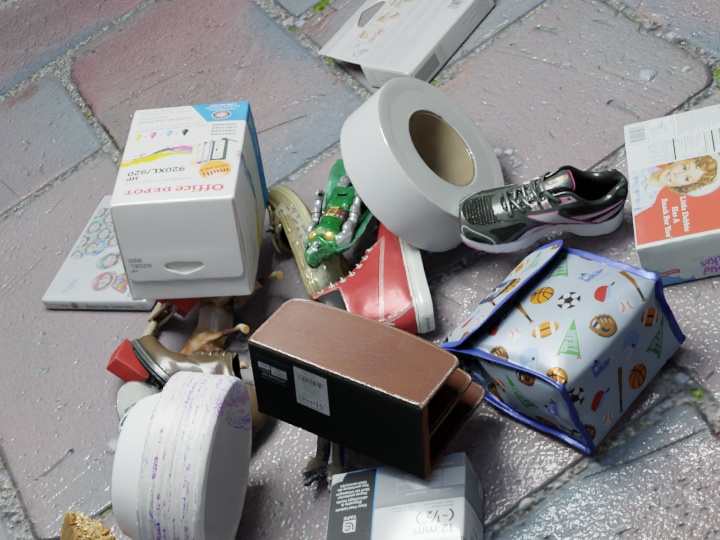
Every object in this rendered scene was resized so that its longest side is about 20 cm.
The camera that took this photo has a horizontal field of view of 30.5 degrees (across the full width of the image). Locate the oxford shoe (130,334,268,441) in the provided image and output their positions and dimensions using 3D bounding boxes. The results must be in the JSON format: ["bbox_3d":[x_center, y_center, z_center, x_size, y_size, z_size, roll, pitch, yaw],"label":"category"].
[{"bbox_3d":[-0.179,0.122,1.519,0.200,0.073,0.084,31,75,24],"label":"oxford shoe"}]

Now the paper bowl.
[{"bbox_3d":[-0.182,0.203,1.334,0.104,0.201,0.201,5,48,8],"label":"paper bowl"}]

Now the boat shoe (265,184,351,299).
[{"bbox_3d":[-0.079,-0.039,1.640,0.063,0.073,0.200,-32,42,-8],"label":"boat shoe"}]

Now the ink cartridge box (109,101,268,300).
[{"bbox_3d":[-0.198,-0.083,1.562,0.147,0.145,0.200,-4,39,5],"label":"ink cartridge box"}]

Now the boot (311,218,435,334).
[{"bbox_3d":[0.000,0.000,1.537,0.144,0.073,0.200,-10,45,0],"label":"boot"}]

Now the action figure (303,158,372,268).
[{"bbox_3d":[-0.019,-0.077,1.573,0.118,0.055,0.200,-3,44,33],"label":"action figure"}]

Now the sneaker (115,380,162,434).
[{"bbox_3d":[-0.237,0.177,1.503,0.077,0.085,0.200,-35,41,-7],"label":"sneaker"}]

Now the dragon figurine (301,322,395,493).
[{"bbox_3d":[-0.017,0.145,1.422,0.059,0.100,0.200,8,43,18],"label":"dragon figurine"}]

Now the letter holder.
[{"bbox_3d":[0.012,0.096,1.322,0.200,0.101,0.142,19,45,27],"label":"letter holder"}]

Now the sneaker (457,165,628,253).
[{"bbox_3d":[0.202,-0.081,1.453,0.200,0.086,0.080,-12,63,-13],"label":"sneaker"}]

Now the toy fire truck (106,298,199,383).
[{"bbox_3d":[-0.238,0.042,1.645,0.141,0.049,0.200,-50,12,29],"label":"toy fire truck"}]

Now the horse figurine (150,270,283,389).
[{"bbox_3d":[-0.166,0.056,1.603,0.132,0.050,0.200,-14,49,42],"label":"horse figurine"}]

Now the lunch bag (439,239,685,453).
[{"bbox_3d":[0.193,0.063,1.348,0.170,0.124,0.200,-43,37,-20],"label":"lunch bag"}]

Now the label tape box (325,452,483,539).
[{"bbox_3d":[0.040,0.280,1.258,0.143,0.066,0.200,-12,42,18],"label":"label tape box"}]

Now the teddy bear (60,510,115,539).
[{"bbox_3d":[-0.286,0.339,1.337,0.145,0.067,0.200,23,101,60],"label":"teddy bear"}]

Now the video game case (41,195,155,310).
[{"bbox_3d":[-0.320,-0.028,1.804,0.182,0.024,0.200,0,49,30],"label":"video game case"}]

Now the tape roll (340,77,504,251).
[{"bbox_3d":[0.074,-0.124,1.539,0.071,0.202,0.203,-39,31,36],"label":"tape roll"}]

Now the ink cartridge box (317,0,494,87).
[{"bbox_3d":[0.066,-0.343,1.886,0.176,0.045,0.200,19,59,40],"label":"ink cartridge box"}]

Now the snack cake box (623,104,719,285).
[{"bbox_3d":[0.356,-0.084,1.444,0.115,0.067,0.200,-11,44,18],"label":"snack cake box"}]
